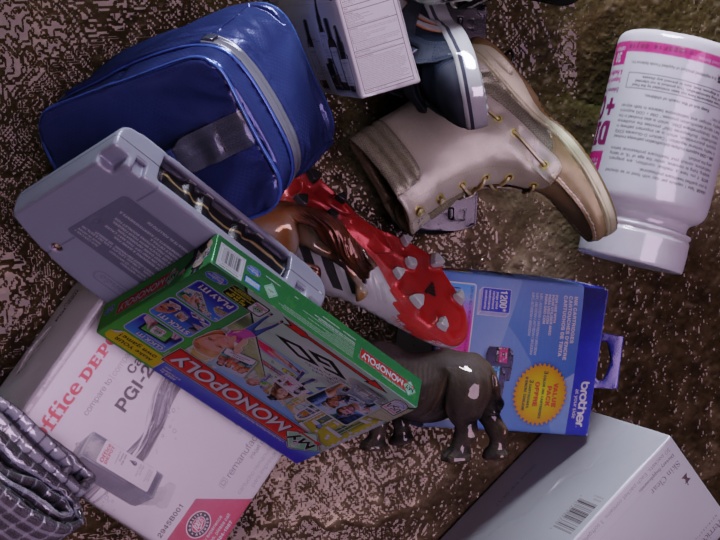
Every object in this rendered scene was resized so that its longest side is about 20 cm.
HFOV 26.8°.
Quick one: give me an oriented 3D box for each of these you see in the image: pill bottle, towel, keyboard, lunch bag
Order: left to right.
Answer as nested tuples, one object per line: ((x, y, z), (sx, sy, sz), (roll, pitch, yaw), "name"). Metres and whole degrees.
((-0.314, 0.144, 1.060), (0.200, 0.166, 0.086), (43, 33, -23), "towel")
((-0.136, -0.098, 1.102), (0.136, 0.200, 0.132), (63, 30, -16), "lunch bag")
((0.075, -0.129, 1.295), (0.104, 0.040, 0.200), (4, 88, -14), "keyboard")
((0.262, -0.103, 1.337), (0.113, 0.113, 0.200), (14, 89, -26), "pill bottle")

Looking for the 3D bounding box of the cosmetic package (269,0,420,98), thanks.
((-0.018, -0.179, 1.147), (0.051, 0.200, 0.083), (-17, 103, -13), "cosmetic package")

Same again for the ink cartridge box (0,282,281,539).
((-0.170, 0.119, 1.176), (0.200, 0.085, 0.146), (38, 79, -22), "ink cartridge box")

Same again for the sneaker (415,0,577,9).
((0.081, -0.229, 1.158), (0.200, 0.074, 0.089), (17, 59, -14), "sneaker")

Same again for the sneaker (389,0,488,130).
((0.044, -0.165, 1.187), (0.079, 0.200, 0.078), (-15, 125, -3), "sneaker")

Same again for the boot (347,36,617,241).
((0.101, -0.072, 1.241), (0.155, 0.072, 0.200), (-39, 90, -13), "boot")

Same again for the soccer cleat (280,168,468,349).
((0.000, 0.000, 1.225), (0.200, 0.085, 0.069), (38, 46, -9), "soccer cleat")

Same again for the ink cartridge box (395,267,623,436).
((0.134, 0.071, 1.319), (0.200, 0.076, 0.136), (5, 93, -27), "ink cartridge box")

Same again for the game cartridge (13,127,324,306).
((-0.139, -0.013, 1.072), (0.200, 0.133, 0.040), (40, 40, -30), "game cartridge")

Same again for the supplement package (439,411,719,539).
((0.188, 0.236, 1.317), (0.200, 0.156, 0.111), (-44, 112, -15), "supplement package")

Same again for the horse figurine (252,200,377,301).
((-0.081, -0.002, 1.180), (0.133, 0.200, 0.050), (57, 29, -20), "horse figurine")

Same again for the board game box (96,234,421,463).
((-0.072, 0.063, 1.097), (0.200, 0.135, 0.029), (37, 44, -27), "board game box")

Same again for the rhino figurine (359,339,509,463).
((0.025, 0.101, 1.227), (0.060, 0.200, 0.087), (-9, 102, -64), "rhino figurine")
